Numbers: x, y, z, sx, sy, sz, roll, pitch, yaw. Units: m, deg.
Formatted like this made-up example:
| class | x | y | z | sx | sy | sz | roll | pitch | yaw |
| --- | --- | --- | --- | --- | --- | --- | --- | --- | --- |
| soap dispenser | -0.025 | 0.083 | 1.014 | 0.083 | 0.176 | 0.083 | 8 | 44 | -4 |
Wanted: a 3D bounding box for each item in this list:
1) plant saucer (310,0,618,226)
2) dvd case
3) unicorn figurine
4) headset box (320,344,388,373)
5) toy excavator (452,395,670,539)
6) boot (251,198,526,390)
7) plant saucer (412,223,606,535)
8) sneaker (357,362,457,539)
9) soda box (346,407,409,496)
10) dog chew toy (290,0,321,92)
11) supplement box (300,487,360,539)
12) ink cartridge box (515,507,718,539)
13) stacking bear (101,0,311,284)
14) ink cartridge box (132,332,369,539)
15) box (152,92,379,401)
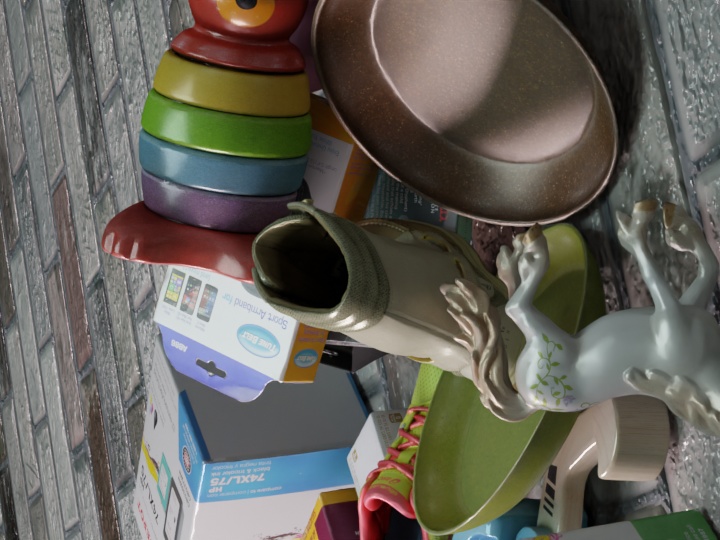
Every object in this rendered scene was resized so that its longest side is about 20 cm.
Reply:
| class | x | y | z | sx | sy | sz | roll | pitch | yaw |
| --- | --- | --- | --- | --- | --- | --- | --- | --- | --- |
| plant saucer | 0.066 | -0.113 | 1.257 | 0.037 | 0.200 | 0.201 | -56 | -4 | -35 |
| dvd case | -0.016 | -0.024 | 1.389 | 0.199 | 0.022 | 0.147 | 3 | 88 | 36 |
| unicorn figurine | 0.146 | 0.035 | 1.124 | 0.199 | 0.074 | 0.138 | -15 | 81 | 35 |
| headset box | -0.042 | -0.023 | 1.523 | 0.075 | 0.148 | 0.201 | -31 | 61 | 29 |
| toy excavator | 0.111 | 0.159 | 1.275 | 0.194 | 0.099 | 0.201 | -175 | 89 | -68 |
| boot | 0.000 | 0.000 | 1.245 | 0.200 | 0.154 | 0.072 | 37 | 105 | 55 |
| plant saucer | 0.093 | 0.069 | 1.271 | 0.200 | 0.031 | 0.200 | -58 | 17 | 28 |
| sneaker | 0.042 | 0.134 | 1.372 | 0.078 | 0.090 | 0.201 | 3 | 78 | 38 |
| soda box | 0.053 | 0.194 | 1.462 | 0.068 | 0.063 | 0.201 | 115 | 143 | -52 |
| dog chew toy | -0.054 | -0.190 | 1.413 | 0.200 | 0.124 | 0.125 | 74 | -174 | -79 |
| supplement box | 0.023 | 0.265 | 1.525 | 0.111 | 0.085 | 0.201 | 111 | 146 | -49 |
| ink cartridge box | 0.111 | 0.216 | 1.117 | 0.146 | 0.199 | 0.088 | -118 | 30 | -45 |
| stacking bear | -0.078 | -0.107 | 1.297 | 0.114 | 0.121 | 0.201 | -75 | -5 | -76 |
| ink cartridge box | -0.088 | 0.164 | 1.707 | 0.147 | 0.145 | 0.201 | -116 | 29 | -44 |
| box | -0.062 | -0.019 | 1.386 | 0.119 | 0.041 | 0.201 | 24 | 103 | 34 |
